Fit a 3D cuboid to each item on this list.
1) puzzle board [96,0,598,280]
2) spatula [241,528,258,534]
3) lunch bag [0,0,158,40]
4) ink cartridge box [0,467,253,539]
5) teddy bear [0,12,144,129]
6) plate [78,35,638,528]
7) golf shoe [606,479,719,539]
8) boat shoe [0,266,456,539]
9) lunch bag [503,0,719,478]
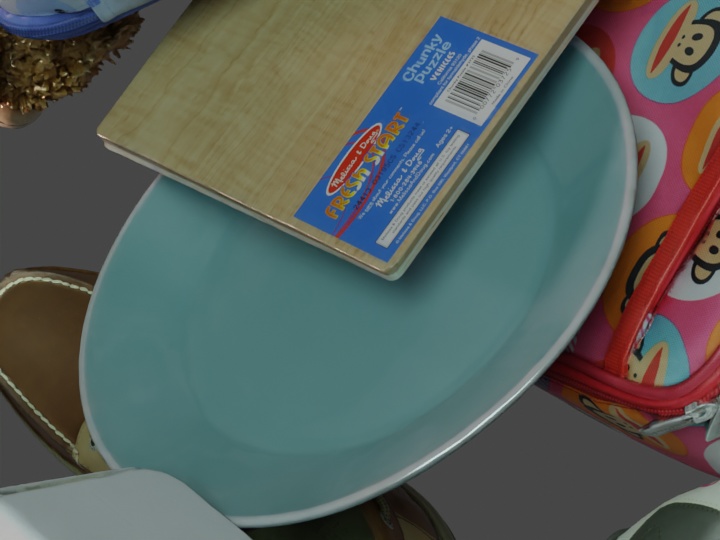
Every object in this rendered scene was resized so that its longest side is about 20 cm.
[{"bbox_3d":[0.019,-0.098,0.844,0.150,0.017,0.201,25,75,42],"label":"puzzle board"},{"bbox_3d":[-0.044,0.081,0.810,0.199,0.021,0.057,-29,90,-12],"label":"spatula"},{"bbox_3d":[-0.058,-0.176,0.877,0.199,0.076,0.161,-25,45,6],"label":"lunch bag"},{"bbox_3d":[-0.076,0.178,0.731,0.144,0.084,0.201,35,107,24],"label":"ink cartridge box"},{"bbox_3d":[-0.177,-0.074,0.909,0.144,0.199,0.067,2,103,40],"label":"teddy bear"},{"bbox_3d":[0.000,0.000,0.811,0.199,0.026,0.201,-20,44,20],"label":"plate"},{"bbox_3d":[0.130,0.156,0.750,0.088,0.077,0.201,-44,67,29],"label":"golf shoe"},{"bbox_3d":[-0.051,0.057,0.872,0.199,0.074,0.076,31,85,21],"label":"boat shoe"},{"bbox_3d":[0.129,-0.036,0.811,0.176,0.082,0.201,24,81,52],"label":"lunch bag"}]
